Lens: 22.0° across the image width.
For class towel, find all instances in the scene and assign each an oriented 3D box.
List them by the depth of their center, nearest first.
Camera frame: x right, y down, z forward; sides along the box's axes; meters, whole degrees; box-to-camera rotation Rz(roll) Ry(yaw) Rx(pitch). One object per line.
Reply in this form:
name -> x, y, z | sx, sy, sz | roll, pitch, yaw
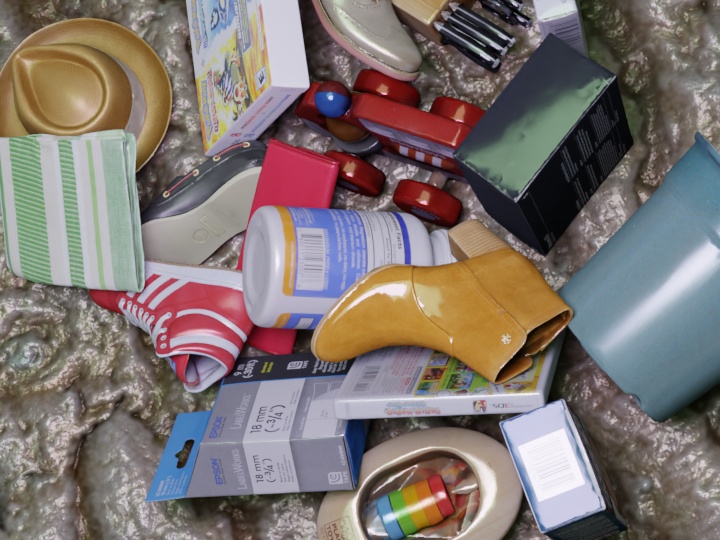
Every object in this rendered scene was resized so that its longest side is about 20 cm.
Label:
towel -> -0.282, -0.059, 1.795 | 0.200, 0.023, 0.153 | 3, 100, 42

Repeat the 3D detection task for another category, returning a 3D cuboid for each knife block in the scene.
knife block -> 0.061, -0.260, 1.807 | 0.200, 0.064, 0.176 | -11, 73, 11

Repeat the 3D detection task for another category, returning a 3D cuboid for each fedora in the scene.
fedora -> -0.291, -0.175, 1.862 | 0.200, 0.082, 0.201 | -4, 75, 13

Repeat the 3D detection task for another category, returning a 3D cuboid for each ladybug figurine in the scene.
ladybug figurine -> 0.054, 0.218, 1.684 | 0.200, 0.072, 0.136 | -20, 72, 8

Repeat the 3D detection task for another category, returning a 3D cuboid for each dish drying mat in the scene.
dish drying mat -> -0.076, -0.020, 1.763 | 0.077, 0.018, 0.200 | 21, 107, 21

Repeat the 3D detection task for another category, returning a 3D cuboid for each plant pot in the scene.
plant pot -> 0.288, 0.016, 1.623 | 0.196, 0.200, 0.200 | -41, 70, 9

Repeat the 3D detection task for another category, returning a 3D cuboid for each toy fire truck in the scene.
toy fire truck -> 0.029, -0.131, 1.726 | 0.200, 0.168, 0.112 | 21, 82, 19

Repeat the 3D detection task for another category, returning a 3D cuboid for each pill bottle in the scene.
pill bottle -> 0.000, 0.000, 1.700 | 0.200, 0.112, 0.112 | 3, 75, -19

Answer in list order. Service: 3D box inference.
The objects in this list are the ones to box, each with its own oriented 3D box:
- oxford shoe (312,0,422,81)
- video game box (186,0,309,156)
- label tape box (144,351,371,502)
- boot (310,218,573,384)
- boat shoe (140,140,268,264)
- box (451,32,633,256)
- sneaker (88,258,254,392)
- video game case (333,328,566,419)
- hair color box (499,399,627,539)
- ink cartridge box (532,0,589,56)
oxford shoe -> -0.004, -0.265, 1.759 | 0.200, 0.071, 0.074 | 49, 122, 11
video game box -> -0.114, -0.234, 1.791 | 0.047, 0.182, 0.200 | -1, 72, -24
label tape box -> -0.095, 0.141, 1.704 | 0.200, 0.144, 0.063 | -5, 119, 12
boot -> 0.070, 0.051, 1.595 | 0.201, 0.071, 0.144 | -35, 54, -7
boat shoe -> -0.165, -0.055, 1.815 | 0.201, 0.074, 0.063 | -31, 42, 12
box -> 0.168, -0.109, 1.670 | 0.079, 0.200, 0.141 | 35, 86, 18
sneaker -> -0.191, 0.053, 1.759 | 0.200, 0.071, 0.113 | 2, 57, 31
video game case -> 0.084, 0.083, 1.656 | 0.182, 0.200, 0.023 | -3, 108, 13
hair color box -> 0.177, 0.178, 1.595 | 0.060, 0.200, 0.100 | -22, 74, 7
ink cartridge box -> 0.172, -0.287, 1.716 | 0.043, 0.196, 0.200 | -13, 74, 9
